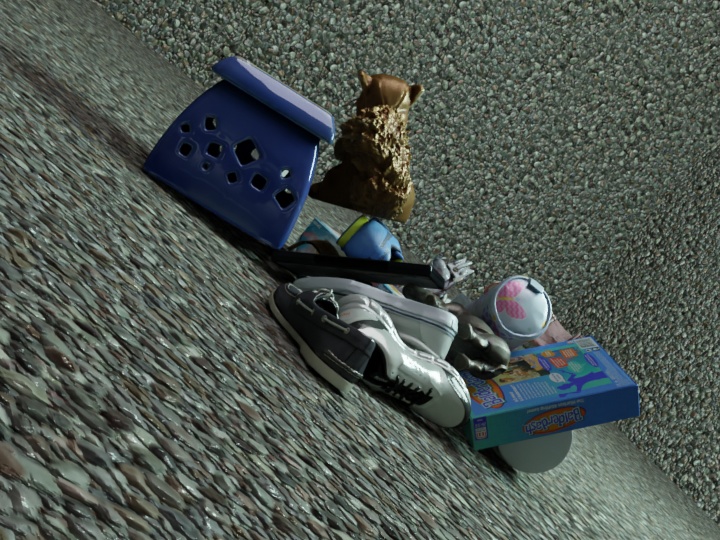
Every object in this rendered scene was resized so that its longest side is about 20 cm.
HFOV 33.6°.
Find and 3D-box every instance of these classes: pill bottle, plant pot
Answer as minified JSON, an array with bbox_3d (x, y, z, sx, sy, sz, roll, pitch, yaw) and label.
[{"bbox_3d":[0.211,0.189,1.550,0.114,0.114,0.200,40,5,-5],"label":"pill bottle"},{"bbox_3d":[-0.140,-0.160,1.515,0.200,0.180,0.200,31,5,-7],"label":"plant pot"}]

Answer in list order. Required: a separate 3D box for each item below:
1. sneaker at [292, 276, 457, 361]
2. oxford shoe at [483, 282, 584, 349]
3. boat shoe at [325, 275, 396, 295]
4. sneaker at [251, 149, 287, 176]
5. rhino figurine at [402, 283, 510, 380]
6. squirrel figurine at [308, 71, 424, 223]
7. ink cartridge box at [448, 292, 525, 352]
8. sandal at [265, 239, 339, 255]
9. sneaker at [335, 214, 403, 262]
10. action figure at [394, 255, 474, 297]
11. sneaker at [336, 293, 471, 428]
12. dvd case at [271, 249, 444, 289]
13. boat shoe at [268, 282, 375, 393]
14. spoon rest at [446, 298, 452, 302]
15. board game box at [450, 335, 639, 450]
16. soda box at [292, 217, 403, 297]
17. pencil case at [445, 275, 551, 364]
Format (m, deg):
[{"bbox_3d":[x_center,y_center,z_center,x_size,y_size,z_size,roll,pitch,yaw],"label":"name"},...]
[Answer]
[{"bbox_3d":[0.008,0.060,1.359,0.200,0.071,0.073,14,-20,14],"label":"sneaker"},{"bbox_3d":[0.235,0.096,1.591,0.200,0.070,0.075,45,-35,28],"label":"oxford shoe"},{"bbox_3d":[0.000,0.041,1.519,0.068,0.072,0.200,35,-2,19],"label":"boat shoe"},{"bbox_3d":[-0.130,-0.131,1.727,0.079,0.130,0.199,37,6,-18],"label":"sneaker"},{"bbox_3d":[0.108,0.068,1.440,0.087,0.060,0.200,23,13,-38],"label":"rhino figurine"},{"bbox_3d":[0.027,-0.166,1.564,0.141,0.187,0.200,15,3,-9],"label":"squirrel figurine"},{"bbox_3d":[0.177,0.119,1.694,0.200,0.162,0.050,41,44,-8],"label":"ink cartridge box"},{"bbox_3d":[-0.040,-0.008,1.624,0.200,0.055,0.082,25,-1,7],"label":"sandal"},{"bbox_3d":[0.020,-0.028,1.604,0.078,0.066,0.200,42,4,4],"label":"sneaker"},{"bbox_3d":[0.099,0.035,1.785,0.200,0.130,0.069,104,-30,-57],"label":"action figure"},{"bbox_3d":[0.040,0.116,1.300,0.200,0.074,0.080,39,28,-16],"label":"sneaker"},{"bbox_3d":[0.000,0.000,1.500,0.200,0.018,0.143,6,-6,11],"label":"dvd case"},{"bbox_3d":[-0.036,0.054,1.214,0.073,0.063,0.200,37,6,-30],"label":"boat shoe"},{"bbox_3d":[0.137,0.124,1.782,0.061,0.099,0.200,21,-28,53],"label":"spoon rest"},{"bbox_3d":[0.208,0.143,1.417,0.152,0.200,0.045,-116,-163,-68],"label":"board game box"},{"bbox_3d":[-0.014,0.009,1.732,0.200,0.064,0.068,44,7,38],"label":"soda box"},{"bbox_3d":[0.165,0.071,1.523,0.083,0.091,0.200,51,-26,0],"label":"pencil case"}]
